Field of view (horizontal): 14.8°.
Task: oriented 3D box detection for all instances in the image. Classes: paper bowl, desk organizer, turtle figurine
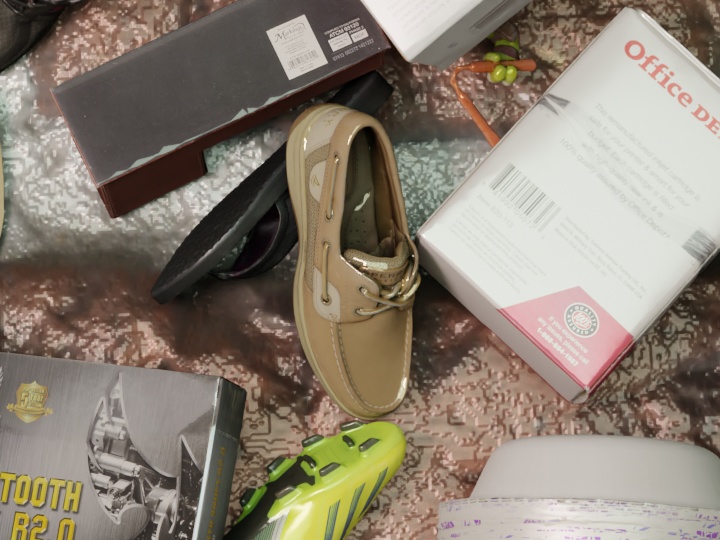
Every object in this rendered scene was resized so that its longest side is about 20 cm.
[{"bbox_3d":[0.144,0.155,1.633,0.200,0.201,0.105,3,80,-2],"label":"paper bowl"},{"bbox_3d":[-0.085,-0.113,1.725,0.199,0.077,0.072,-26,74,-6],"label":"desk organizer"},{"bbox_3d":[0.092,-0.192,1.757,0.161,0.064,0.201,-27,86,10],"label":"turtle figurine"}]

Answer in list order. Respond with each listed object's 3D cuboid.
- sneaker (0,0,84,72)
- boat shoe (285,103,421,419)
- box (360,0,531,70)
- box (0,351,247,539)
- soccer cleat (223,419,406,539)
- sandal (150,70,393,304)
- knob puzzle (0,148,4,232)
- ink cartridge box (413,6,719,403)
[{"bbox_3d":[-0.195,-0.192,1.701,0.077,0.084,0.200,36,120,-13],"label":"sneaker"},{"bbox_3d":[0.000,0.000,1.688,0.071,0.064,0.201,-20,109,-28],"label":"boat shoe"},{"bbox_3d":[0.019,-0.231,1.658,0.106,0.152,0.200,-38,84,9],"label":"box"},{"bbox_3d":[-0.177,0.134,1.663,0.199,0.048,0.159,6,80,21],"label":"box"},{"bbox_3d":[-0.043,0.173,1.701,0.200,0.065,0.084,-43,113,-12],"label":"soccer cleat"},{"bbox_3d":[-0.047,-0.042,1.725,0.200,0.075,0.048,-44,102,-8],"label":"sandal"},{"bbox_3d":[-0.304,-0.045,1.704,0.219,0.030,0.221,-1,91,-32],"label":"knob puzzle"},{"bbox_3d":[0.151,-0.039,1.725,0.146,0.083,0.200,43,82,5],"label":"ink cartridge box"}]
